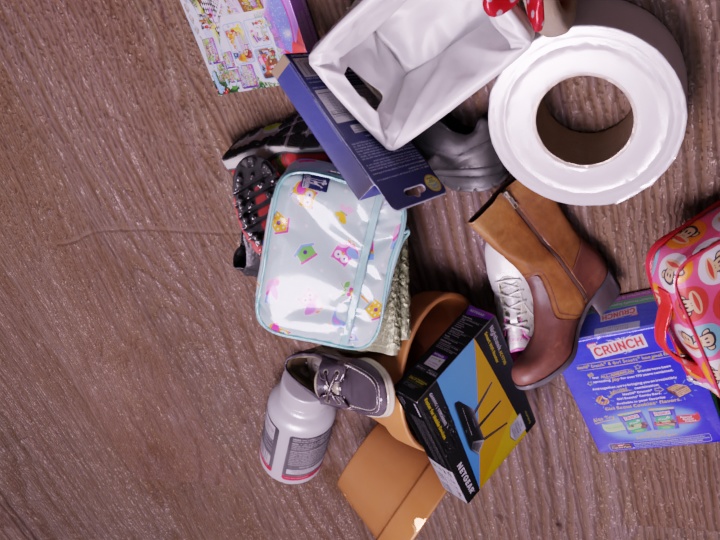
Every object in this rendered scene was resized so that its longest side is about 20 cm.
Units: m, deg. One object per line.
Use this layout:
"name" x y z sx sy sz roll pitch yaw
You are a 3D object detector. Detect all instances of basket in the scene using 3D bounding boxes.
"basket" 0.067 -0.243 0.820 0.136 0.124 0.198 44 131 -17

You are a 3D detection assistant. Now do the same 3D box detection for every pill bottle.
"pill bottle" -0.096 0.235 1.297 0.108 0.112 0.203 20 133 5

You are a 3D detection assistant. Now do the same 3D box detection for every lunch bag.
"lunch bag" 0.396 0.037 0.891 0.174 0.082 0.202 -31 114 -3
"lunch bag" -0.030 -0.019 0.927 0.156 0.077 0.205 13 106 0

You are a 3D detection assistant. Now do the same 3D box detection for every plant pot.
"plant pot" 0.058 0.311 1.244 0.139 0.200 0.202 36 135 11
"plant pot" 0.056 0.123 1.098 0.138 0.201 0.203 7 133 37

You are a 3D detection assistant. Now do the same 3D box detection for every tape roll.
"tape roll" 0.233 -0.169 0.850 0.197 0.071 0.206 11 131 13

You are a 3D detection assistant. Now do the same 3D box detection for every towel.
"towel" 0.000 0.000 1.018 0.146 0.036 0.206 -3 85 42

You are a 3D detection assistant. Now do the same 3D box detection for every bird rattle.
"bird rattle" 0.162 -0.278 0.715 0.110 0.204 0.163 -13 148 26

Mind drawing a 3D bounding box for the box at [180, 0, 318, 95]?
"box" -0.131 -0.301 0.912 0.134 0.039 0.203 -2 127 25

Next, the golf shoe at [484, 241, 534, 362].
"golf shoe" 0.200 0.045 1.028 0.074 0.092 0.203 -8 123 30

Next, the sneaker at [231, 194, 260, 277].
"sneaker" -0.127 -0.011 1.114 0.102 0.061 0.203 -4 129 -20

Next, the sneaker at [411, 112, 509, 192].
"sneaker" 0.072 -0.142 0.949 0.195 0.076 0.093 0 116 18

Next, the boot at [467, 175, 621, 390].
"boot" 0.194 0.011 0.955 0.188 0.068 0.200 -45 111 -4

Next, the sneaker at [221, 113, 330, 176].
"sneaker" -0.079 -0.138 1.012 0.197 0.078 0.086 -5 133 39

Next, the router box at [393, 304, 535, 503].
"router box" 0.134 0.168 1.027 0.051 0.149 0.202 22 148 47

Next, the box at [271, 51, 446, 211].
"box" 0.002 -0.145 0.877 0.032 0.120 0.202 -42 78 35

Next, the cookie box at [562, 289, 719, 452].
"cookie box" 0.354 0.129 1.043 0.168 0.076 0.202 -13 122 30

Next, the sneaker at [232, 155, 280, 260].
"sneaker" -0.103 -0.048 1.014 0.069 0.098 0.204 -23 109 -1

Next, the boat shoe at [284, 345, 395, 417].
"boat shoe" -0.029 0.138 1.018 0.199 0.064 0.074 17 110 56
